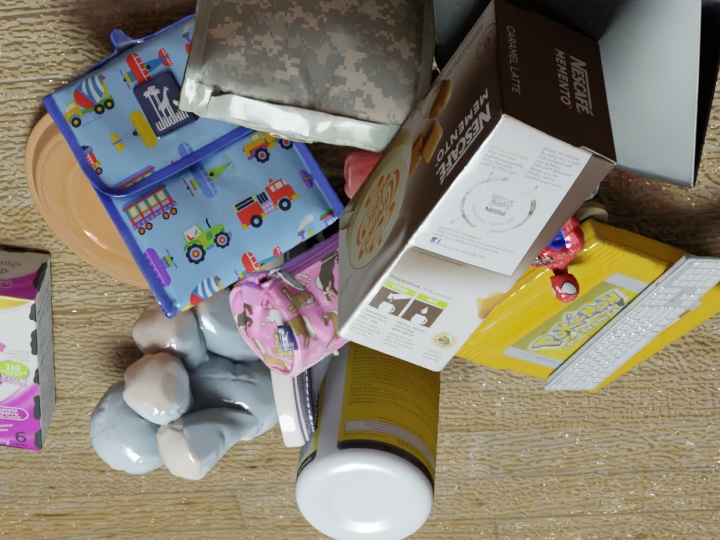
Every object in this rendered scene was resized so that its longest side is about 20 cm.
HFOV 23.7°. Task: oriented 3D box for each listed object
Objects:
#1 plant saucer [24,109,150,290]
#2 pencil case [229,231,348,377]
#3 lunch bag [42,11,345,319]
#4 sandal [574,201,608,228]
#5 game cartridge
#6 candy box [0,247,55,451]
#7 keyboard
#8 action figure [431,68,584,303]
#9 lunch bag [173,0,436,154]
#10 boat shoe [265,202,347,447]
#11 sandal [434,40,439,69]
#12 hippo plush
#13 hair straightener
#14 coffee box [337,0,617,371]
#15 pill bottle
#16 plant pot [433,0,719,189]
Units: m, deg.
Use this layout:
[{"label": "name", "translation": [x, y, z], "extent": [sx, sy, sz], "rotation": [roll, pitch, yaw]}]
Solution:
[{"label": "plant saucer", "translation": [-0.175, -0.056, 1.360], "extent": [0.199, 0.032, 0.201], "rotation": [13, 135, 13]}, {"label": "pencil case", "translation": [0.000, 0.000, 1.297], "extent": [0.083, 0.199, 0.087], "rotation": [57, 154, 3]}, {"label": "lunch bag", "translation": [-0.126, -0.089, 1.258], "extent": [0.150, 0.094, 0.201], "rotation": [-31, 93, -7]}, {"label": "sandal", "translation": [0.111, -0.020, 1.365], "extent": [0.077, 0.070, 0.212], "rotation": [4, 146, -31]}, {"label": "game cartridge", "translation": [0.182, 0.033, 1.384], "extent": [0.199, 0.033, 0.176], "rotation": [14, 139, -42]}, {"label": "candy box", "translation": [-0.341, 0.067, 1.505], "extent": [0.135, 0.061, 0.201], "rotation": [7, 134, 0]}, {"label": "keyboard", "translation": [0.224, 0.045, 1.385], "extent": [0.056, 0.011, 0.200], "rotation": [7, 143, -31]}, {"label": "action figure", "translation": [0.108, -0.057, 1.240], "extent": [0.065, 0.052, 0.201], "rotation": [-17, 120, 33]}, {"label": "lunch bag", "translation": [-0.034, -0.154, 1.161], "extent": [0.163, 0.201, 0.118], "rotation": [12, 134, -6]}, {"label": "boat shoe", "translation": [-0.025, 0.036, 1.358], "extent": [0.092, 0.202, 0.075], "rotation": [-4, 167, 2]}, {"label": "sandal", "translation": [0.116, -0.121, 1.278], "extent": [0.075, 0.045, 0.200], "rotation": [-7, 142, 25]}, {"label": "hippo plush", "translation": [-0.154, 0.100, 1.488], "extent": [0.199, 0.161, 0.160], "rotation": [-14, 176, -44]}, {"label": "hair straightener", "translation": [0.085, -0.066, 1.170], "extent": [0.199, 0.041, 0.077], "rotation": [-2, 179, 41]}, {"label": "coffee box", "translation": [0.065, -0.049, 1.048], "extent": [0.079, 0.115, 0.200], "rotation": [20, 132, -20]}, {"label": "pill bottle", "translation": [0.010, 0.116, 1.414], "extent": [0.111, 0.201, 0.113], "rotation": [3, 135, 3]}, {"label": "plant pot", "translation": [0.146, -0.198, 1.115], "extent": [0.176, 0.200, 0.201], "rotation": [7, 136, 14]}]
